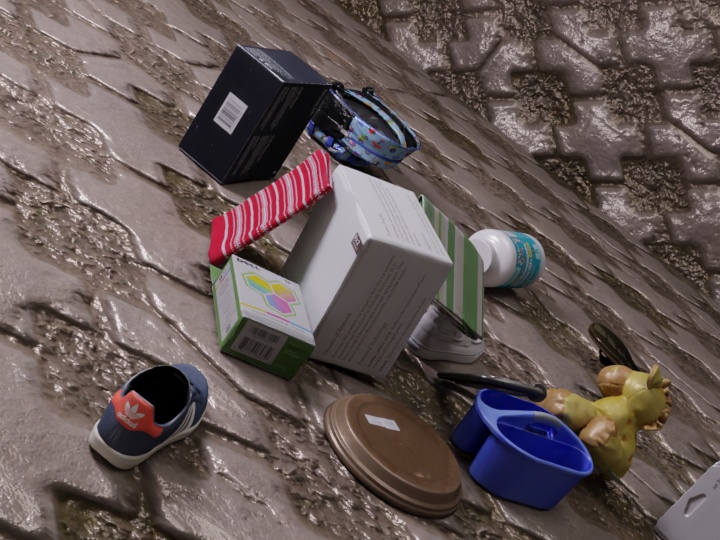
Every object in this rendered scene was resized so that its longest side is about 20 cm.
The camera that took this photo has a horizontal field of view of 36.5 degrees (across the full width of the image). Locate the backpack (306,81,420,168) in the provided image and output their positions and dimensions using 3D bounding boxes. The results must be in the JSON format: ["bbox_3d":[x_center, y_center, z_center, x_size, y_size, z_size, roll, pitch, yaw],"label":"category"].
[{"bbox_3d":[0.015,-0.277,2.227,0.200,0.135,0.183,42,21,18],"label":"backpack"}]

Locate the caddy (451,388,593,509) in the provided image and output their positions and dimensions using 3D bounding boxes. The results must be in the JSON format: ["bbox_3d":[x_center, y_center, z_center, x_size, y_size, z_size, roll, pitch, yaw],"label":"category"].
[{"bbox_3d":[0.221,0.231,1.462,0.200,0.105,0.141,22,25,-33],"label":"caddy"}]

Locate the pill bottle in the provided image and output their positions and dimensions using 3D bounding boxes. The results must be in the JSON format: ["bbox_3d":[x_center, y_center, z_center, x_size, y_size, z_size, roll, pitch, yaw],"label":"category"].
[{"bbox_3d":[0.267,-0.022,2.095,0.111,0.111,0.200,46,23,26],"label":"pill bottle"}]

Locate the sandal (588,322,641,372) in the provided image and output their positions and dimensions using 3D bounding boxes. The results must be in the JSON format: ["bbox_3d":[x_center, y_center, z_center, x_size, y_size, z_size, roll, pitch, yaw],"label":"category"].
[{"bbox_3d":[0.494,0.189,2.082,0.200,0.055,0.082,51,27,2],"label":"sandal"}]

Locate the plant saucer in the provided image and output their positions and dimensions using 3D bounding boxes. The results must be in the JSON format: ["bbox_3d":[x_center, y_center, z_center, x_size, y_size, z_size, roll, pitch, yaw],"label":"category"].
[{"bbox_3d":[0.045,0.218,1.328,0.200,0.029,0.200,30,21,-13],"label":"plant saucer"}]

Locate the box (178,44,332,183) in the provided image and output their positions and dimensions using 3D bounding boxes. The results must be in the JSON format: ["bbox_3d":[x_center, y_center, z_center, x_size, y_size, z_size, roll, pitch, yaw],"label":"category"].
[{"bbox_3d":[-0.170,-0.254,1.789,0.104,0.200,0.182,40,20,15],"label":"box"}]

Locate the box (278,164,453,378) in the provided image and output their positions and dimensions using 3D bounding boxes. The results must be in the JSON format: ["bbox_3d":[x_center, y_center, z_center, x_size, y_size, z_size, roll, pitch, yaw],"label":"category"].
[{"bbox_3d":[0.000,0.000,1.476,0.131,0.200,0.199,19,26,-25],"label":"box"}]

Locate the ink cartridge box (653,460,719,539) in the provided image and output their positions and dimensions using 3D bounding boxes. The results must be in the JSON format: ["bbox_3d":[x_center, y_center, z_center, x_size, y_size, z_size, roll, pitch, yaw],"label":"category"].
[{"bbox_3d":[0.546,0.350,1.655,0.086,0.146,0.200,46,23,21],"label":"ink cartridge box"}]

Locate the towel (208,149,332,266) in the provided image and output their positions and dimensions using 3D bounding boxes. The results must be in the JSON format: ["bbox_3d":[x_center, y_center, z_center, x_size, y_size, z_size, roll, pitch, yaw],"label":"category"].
[{"bbox_3d":[-0.126,-0.089,1.514,0.022,0.200,0.145,53,12,-23],"label":"towel"}]

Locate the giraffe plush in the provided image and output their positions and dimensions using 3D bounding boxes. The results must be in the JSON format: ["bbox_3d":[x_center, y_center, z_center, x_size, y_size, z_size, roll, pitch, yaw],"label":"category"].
[{"bbox_3d":[0.378,0.207,1.607,0.200,0.162,0.173,41,-10,3],"label":"giraffe plush"}]

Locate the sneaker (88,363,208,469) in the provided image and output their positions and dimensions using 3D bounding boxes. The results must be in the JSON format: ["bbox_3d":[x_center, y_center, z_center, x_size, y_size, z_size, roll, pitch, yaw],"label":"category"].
[{"bbox_3d":[-0.188,0.123,1.083,0.075,0.085,0.200,36,20,1],"label":"sneaker"}]

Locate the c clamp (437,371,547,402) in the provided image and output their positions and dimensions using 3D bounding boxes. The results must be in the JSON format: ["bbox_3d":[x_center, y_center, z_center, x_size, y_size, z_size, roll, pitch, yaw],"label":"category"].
[{"bbox_3d":[0.201,0.165,1.569,0.171,0.027,0.200,17,-8,-11],"label":"c clamp"}]

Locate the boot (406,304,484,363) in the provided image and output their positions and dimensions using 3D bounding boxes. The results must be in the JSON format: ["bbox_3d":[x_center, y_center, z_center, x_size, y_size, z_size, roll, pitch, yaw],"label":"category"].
[{"bbox_3d":[0.155,0.087,1.693,0.074,0.096,0.200,46,22,26],"label":"boot"}]

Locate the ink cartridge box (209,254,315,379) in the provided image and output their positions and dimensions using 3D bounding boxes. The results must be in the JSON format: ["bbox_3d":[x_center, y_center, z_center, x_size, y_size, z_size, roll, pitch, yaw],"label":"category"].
[{"bbox_3d":[-0.129,0.043,1.392,0.104,0.059,0.200,26,22,-25],"label":"ink cartridge box"}]

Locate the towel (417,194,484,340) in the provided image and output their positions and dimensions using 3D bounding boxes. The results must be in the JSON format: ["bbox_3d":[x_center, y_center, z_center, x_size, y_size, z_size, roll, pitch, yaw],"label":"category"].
[{"bbox_3d":[0.129,0.002,1.580,0.200,0.023,0.153,37,50,-49],"label":"towel"}]
